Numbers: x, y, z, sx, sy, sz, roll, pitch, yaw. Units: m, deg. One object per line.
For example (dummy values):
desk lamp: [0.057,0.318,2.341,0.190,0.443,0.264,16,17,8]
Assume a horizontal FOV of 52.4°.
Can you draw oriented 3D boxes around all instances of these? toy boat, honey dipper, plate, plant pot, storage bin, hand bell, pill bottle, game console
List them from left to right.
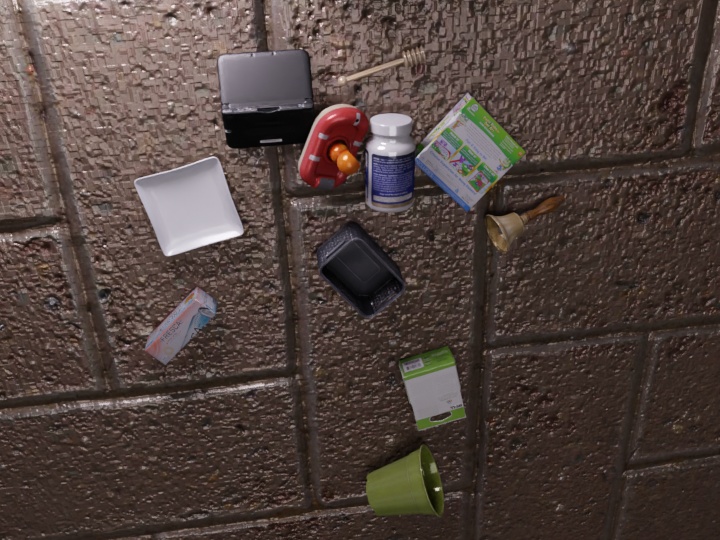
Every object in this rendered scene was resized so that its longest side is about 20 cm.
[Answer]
plate: [-0.389,-0.148,1.679,0.197,0.032,0.202,-16,119,0]
game console: [-0.203,-0.370,1.597,0.197,0.118,0.177,-5,149,-6]
toy boat: [-0.044,-0.257,1.603,0.129,0.131,0.202,2,123,-40]
storage bin: [0.000,0.000,1.787,0.135,0.094,0.200,-39,116,13]
honey dipper: [0.045,-0.439,1.589,0.197,0.038,0.038,-18,120,3]
pill bottle: [0.067,-0.243,1.652,0.114,0.116,0.203,-4,120,-7]
plant pot: [0.121,0.623,2.109,0.188,0.201,0.202,-18,121,16]
hand bell: [0.415,-0.134,1.800,0.198,0.104,0.105,-28,120,-8]

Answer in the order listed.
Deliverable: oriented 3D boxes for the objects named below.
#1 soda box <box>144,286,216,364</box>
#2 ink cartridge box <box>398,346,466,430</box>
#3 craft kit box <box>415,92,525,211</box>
soda box: [-0.443,0.138,1.808,0.068,0.064,0.200,39,107,-25]
ink cartridge box: [0.198,0.326,2.006,0.146,0.076,0.202,-16,121,-1]
craft kit box: [0.250,-0.272,1.708,0.199,0.049,0.197,38,109,-25]
